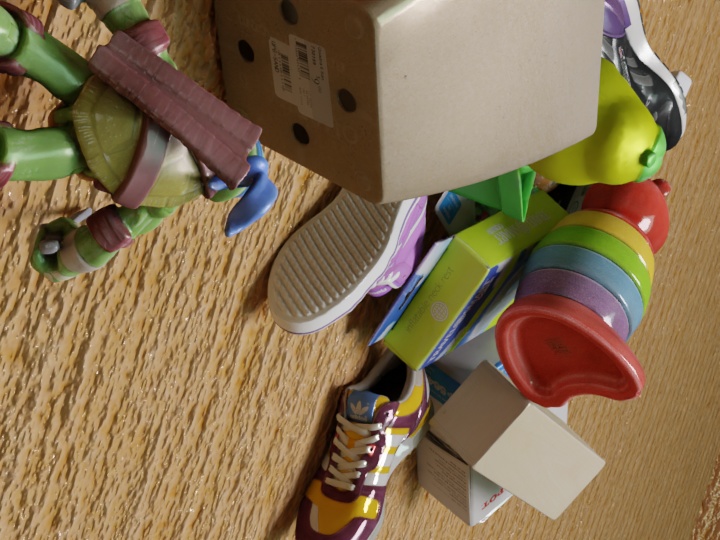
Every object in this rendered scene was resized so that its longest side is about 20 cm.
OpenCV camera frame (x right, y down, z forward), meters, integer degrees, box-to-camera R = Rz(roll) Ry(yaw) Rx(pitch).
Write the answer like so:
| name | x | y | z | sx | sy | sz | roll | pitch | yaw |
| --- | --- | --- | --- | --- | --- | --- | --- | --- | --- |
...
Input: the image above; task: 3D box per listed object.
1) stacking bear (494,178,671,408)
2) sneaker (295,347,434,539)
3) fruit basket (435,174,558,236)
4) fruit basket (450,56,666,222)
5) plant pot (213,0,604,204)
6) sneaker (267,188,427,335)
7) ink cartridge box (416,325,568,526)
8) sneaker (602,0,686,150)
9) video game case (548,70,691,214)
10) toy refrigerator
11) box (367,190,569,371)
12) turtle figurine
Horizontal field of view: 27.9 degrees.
| name | x | y | z | sx | sy | sz | roll | pitch | yaw |
| --- | --- | --- | --- | --- | --- | --- | --- | --- | --- |
| stacking bear | 0.197 | -0.001 | 1.203 | 0.114 | 0.121 | 0.201 | 51 | 51 | -24 |
| sneaker | -0.003 | 0.148 | 1.199 | 0.091 | 0.074 | 0.201 | 75 | 33 | -43 |
| fruit basket | 0.147 | -0.094 | 1.305 | 0.201 | 0.093 | 0.185 | -61 | 154 | -14 |
| fruit basket | 0.136 | -0.136 | 1.096 | 0.216 | 0.213 | 0.157 | 74 | 26 | -52 |
| plant pot | 0.018 | -0.159 | 0.890 | 0.177 | 0.199 | 0.201 | -36 | 140 | -32 |
| sneaker | 0.001 | 0.000 | 1.093 | 0.201 | 0.072 | 0.115 | -52 | 152 | -36 |
| ink cartridge box | 0.126 | 0.124 | 1.392 | 0.146 | 0.084 | 0.201 | -34 | 141 | -29 |
| sneaker | 0.205 | -0.158 | 1.218 | 0.088 | 0.075 | 0.200 | -54 | 129 | -22 |
| video game case | 0.214 | -0.090 | 1.379 | 0.023 | 0.181 | 0.201 | 33 | 73 | -23 |
| toy refrigerator | 0.143 | 0.154 | 1.305 | 0.076 | 0.070 | 0.200 | -48 | 144 | 3 |
| box | 0.097 | 0.009 | 1.225 | 0.199 | 0.048 | 0.122 | -25 | 153 | -55 |
| turtle figurine | -0.155 | -0.075 | 0.707 | 0.193 | 0.200 | 0.144 | 14 | 119 | -46 |
